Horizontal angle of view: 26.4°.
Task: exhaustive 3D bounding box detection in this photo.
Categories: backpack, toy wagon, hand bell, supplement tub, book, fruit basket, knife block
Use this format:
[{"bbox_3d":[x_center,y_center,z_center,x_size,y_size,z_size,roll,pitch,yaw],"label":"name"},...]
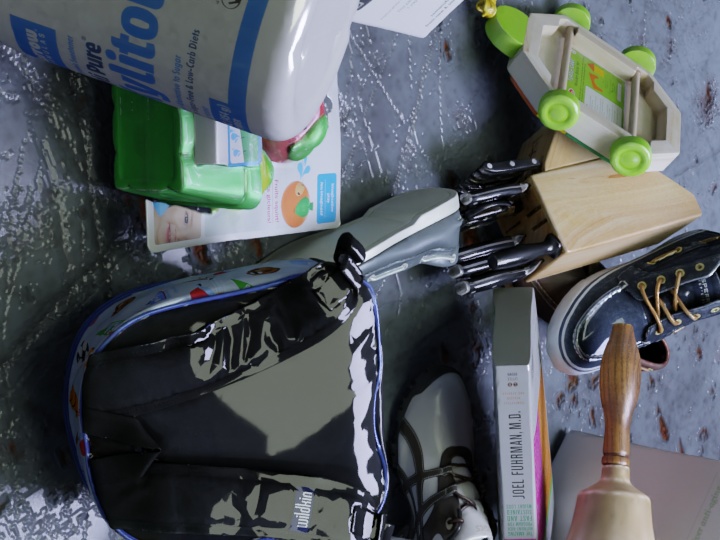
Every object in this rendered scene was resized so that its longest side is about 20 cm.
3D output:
[{"bbox_3d":[-0.089,0.082,0.959,0.190,0.154,0.201,-8,96,-24],"label":"backpack"},{"bbox_3d":[0.172,-0.158,1.235,0.200,0.040,0.155,31,37,-11],"label":"toy wagon"},{"bbox_3d":[0.197,0.139,1.175,0.104,0.104,0.201,22,69,-44],"label":"hand bell"},{"bbox_3d":[-0.109,-0.162,0.854,0.132,0.199,0.132,19,90,-81],"label":"supplement tub"},{"bbox_3d":[0.124,0.131,1.188,0.134,0.048,0.201,-75,162,-65],"label":"book"},{"bbox_3d":[-0.070,-0.111,1.012,0.200,0.094,0.186,-7,99,-47],"label":"fruit basket"},{"bbox_3d":[0.161,-0.027,1.219,0.200,0.064,0.176,30,58,-14],"label":"knife block"}]

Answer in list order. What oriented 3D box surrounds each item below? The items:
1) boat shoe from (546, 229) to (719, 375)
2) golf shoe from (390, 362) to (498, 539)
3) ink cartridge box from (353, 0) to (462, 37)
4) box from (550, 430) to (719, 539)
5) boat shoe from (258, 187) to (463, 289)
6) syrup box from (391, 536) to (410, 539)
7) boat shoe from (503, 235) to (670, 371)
[{"bbox_3d":[0.244,0.021,1.238,0.200,0.091,0.071,-31,104,-26],"label":"boat shoe"},{"bbox_3d":[0.073,0.174,1.181,0.078,0.094,0.201,6,88,-41],"label":"golf shoe"},{"bbox_3d":[-0.027,-0.245,1.000,0.200,0.084,0.145,4,55,-45],"label":"ink cartridge box"},{"bbox_3d":[0.245,0.270,1.285,0.171,0.200,0.199,48,62,-36],"label":"box"},{"bbox_3d":[0.000,0.000,1.104,0.200,0.073,0.062,-28,117,-36],"label":"boat shoe"},{"bbox_3d":[-0.037,0.233,1.089,0.200,0.079,0.082,8,88,-45],"label":"syrup box"},{"bbox_3d":[0.195,0.026,1.303,0.200,0.070,0.071,37,71,-39],"label":"boat shoe"}]
